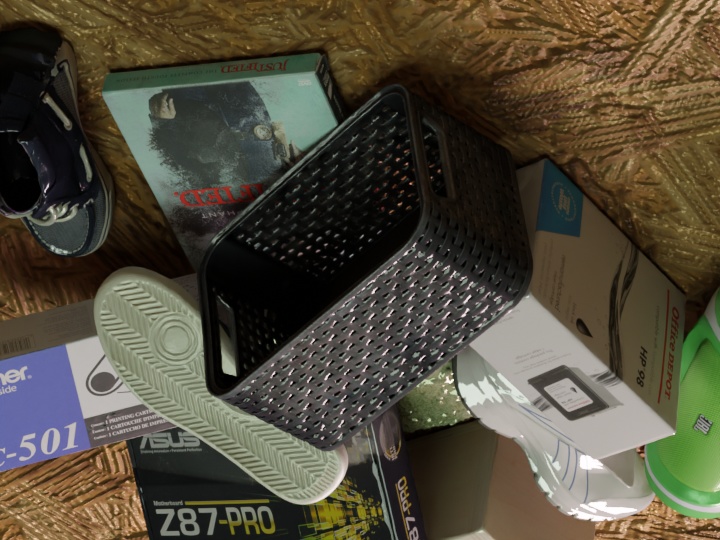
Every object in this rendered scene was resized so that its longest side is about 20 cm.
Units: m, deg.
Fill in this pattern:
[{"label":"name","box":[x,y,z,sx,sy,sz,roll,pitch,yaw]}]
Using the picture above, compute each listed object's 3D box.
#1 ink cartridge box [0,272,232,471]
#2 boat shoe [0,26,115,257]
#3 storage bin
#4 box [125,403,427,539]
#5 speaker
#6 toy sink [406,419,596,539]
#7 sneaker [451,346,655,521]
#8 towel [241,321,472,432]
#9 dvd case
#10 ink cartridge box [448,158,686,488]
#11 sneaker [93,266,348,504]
[{"label":"ink cartridge box","box":[-0.180,0.069,1.833,0.200,0.044,0.094,-14,128,-6]},{"label":"boat shoe","box":[-0.206,-0.054,1.753,0.075,0.093,0.200,2,140,11]},{"label":"storage bin","box":[0.000,0.000,1.701,0.094,0.135,0.200,30,125,-33]},{"label":"box","box":[-0.054,0.171,1.916,0.200,0.049,0.161,-3,105,28]},{"label":"speaker","box":[0.247,0.080,1.815,0.088,0.088,0.200,13,141,-3]},{"label":"toy sink","box":[0.049,0.205,1.995,0.200,0.112,0.130,-18,132,32]},{"label":"sneaker","box":[0.147,0.102,1.880,0.087,0.075,0.200,-24,130,30]},{"label":"towel","box":[-0.025,0.069,1.907,0.200,0.036,0.148,-10,138,25]},{"label":"dvd case","box":[-0.064,-0.059,1.771,0.146,0.022,0.200,-4,141,18]},{"label":"ink cartridge box","box":[0.146,0.036,1.762,0.067,0.116,0.200,-22,131,33]},{"label":"sneaker","box":[-0.091,0.068,1.794,0.075,0.085,0.200,-42,101,15]}]
